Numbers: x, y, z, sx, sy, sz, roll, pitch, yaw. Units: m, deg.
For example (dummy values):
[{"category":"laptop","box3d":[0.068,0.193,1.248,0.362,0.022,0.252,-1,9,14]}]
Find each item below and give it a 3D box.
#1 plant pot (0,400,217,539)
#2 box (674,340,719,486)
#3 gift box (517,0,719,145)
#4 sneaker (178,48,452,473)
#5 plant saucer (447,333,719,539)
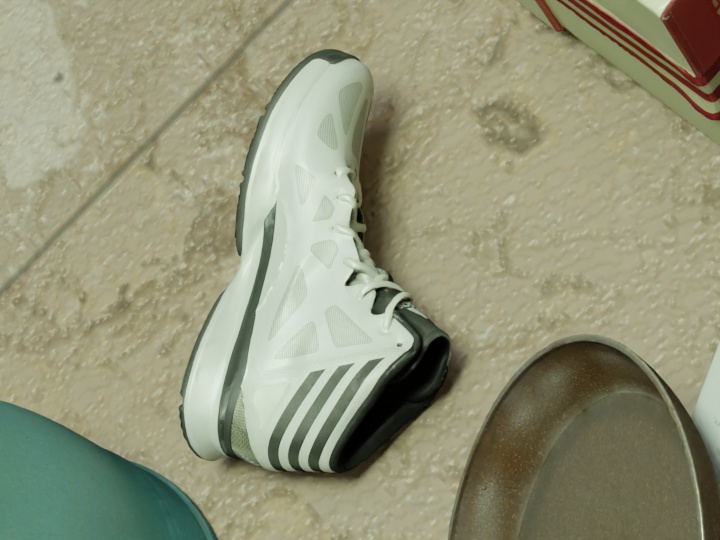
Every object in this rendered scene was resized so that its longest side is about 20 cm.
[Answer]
[{"category":"plant pot","box3d":[-0.187,0.138,1.091,0.199,0.188,0.202,-15,56,23]},{"category":"box","box3d":[0.210,0.029,0.906,0.124,0.097,0.201,48,134,40]},{"category":"gift box","box3d":[0.149,-0.187,1.093,0.200,0.185,0.187,-47,59,-6]},{"category":"sneaker","box3d":[0.000,0.000,1.146,0.114,0.076,0.202,10,76,25]},{"category":"plant saucer","box3d":[0.089,0.126,0.976,0.200,0.032,0.202,-173,90,-66]}]
